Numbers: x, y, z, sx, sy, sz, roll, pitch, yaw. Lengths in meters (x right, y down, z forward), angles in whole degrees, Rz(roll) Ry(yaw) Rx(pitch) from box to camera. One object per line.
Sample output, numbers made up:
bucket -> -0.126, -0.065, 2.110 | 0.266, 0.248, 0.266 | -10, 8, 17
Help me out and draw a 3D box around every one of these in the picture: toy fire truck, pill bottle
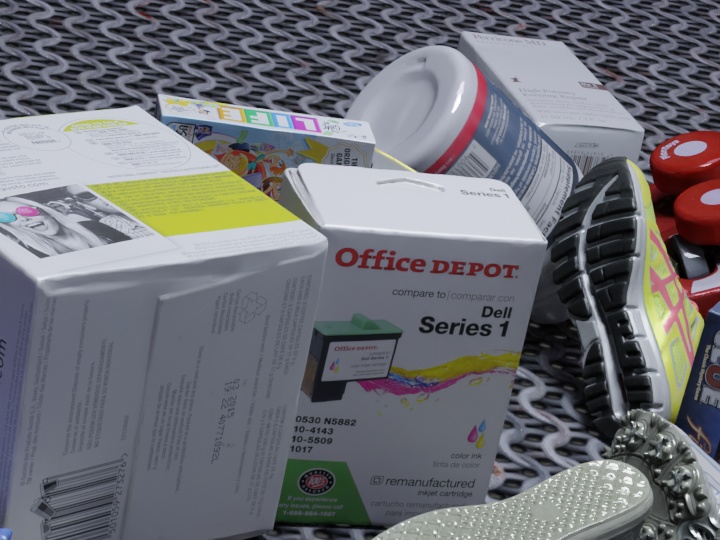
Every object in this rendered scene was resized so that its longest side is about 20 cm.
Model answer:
toy fire truck -> 0.214, -0.010, 1.917 | 0.168, 0.112, 0.200 | -15, 27, 2
pill bottle -> 0.087, -0.053, 1.814 | 0.200, 0.120, 0.120 | 41, 8, -33

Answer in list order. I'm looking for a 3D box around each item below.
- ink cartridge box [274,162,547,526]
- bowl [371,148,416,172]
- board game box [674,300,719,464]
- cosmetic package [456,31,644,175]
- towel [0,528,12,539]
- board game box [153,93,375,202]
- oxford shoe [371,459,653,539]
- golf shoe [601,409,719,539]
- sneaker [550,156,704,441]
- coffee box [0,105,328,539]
ink cartridge box -> 0.014, 0.047, 1.552 | 0.145, 0.200, 0.084 | 4, 25, -18
bowl -> 0.000, 0.000, 1.738 | 0.201, 0.201, 0.094 | 26, 71, 28
board game box -> 0.262, 0.061, 1.723 | 0.035, 0.136, 0.200 | 22, 26, 20
cosmetic package -> 0.150, -0.129, 2.161 | 0.102, 0.074, 0.200 | 3, 27, -21
towel -> -0.271, 0.178, 1.284 | 0.145, 0.024, 0.200 | -5, 20, 15
board game box -> -0.077, -0.004, 1.619 | 0.134, 0.200, 0.034 | 6, 25, -13
oxford shoe -> 0.081, 0.168, 1.506 | 0.200, 0.058, 0.075 | -17, 41, -23
golf shoe -> 0.221, 0.161, 1.588 | 0.097, 0.078, 0.200 | 17, 23, -37
sneaker -> 0.190, 0.022, 1.763 | 0.090, 0.200, 0.078 | 5, -16, -41
coffee box -> -0.168, 0.039, 1.480 | 0.200, 0.200, 0.198 | -10, 32, -40
